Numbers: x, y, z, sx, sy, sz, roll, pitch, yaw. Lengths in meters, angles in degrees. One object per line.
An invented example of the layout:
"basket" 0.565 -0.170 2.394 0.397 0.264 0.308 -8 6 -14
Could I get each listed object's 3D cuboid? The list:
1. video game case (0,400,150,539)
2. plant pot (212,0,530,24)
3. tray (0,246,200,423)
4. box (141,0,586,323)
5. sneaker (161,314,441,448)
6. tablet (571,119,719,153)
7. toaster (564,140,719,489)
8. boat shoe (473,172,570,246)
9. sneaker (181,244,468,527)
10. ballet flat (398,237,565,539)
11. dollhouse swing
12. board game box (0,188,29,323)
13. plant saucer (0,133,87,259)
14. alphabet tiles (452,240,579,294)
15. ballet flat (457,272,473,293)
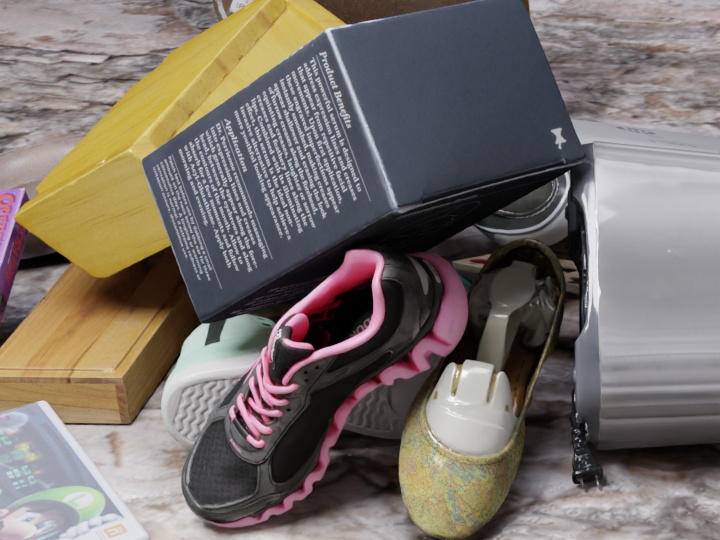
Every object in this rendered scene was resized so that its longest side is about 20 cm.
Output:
"video game case" -0.234 0.143 1.374 0.181 0.023 0.200 -16 25 -19
"plant pot" -0.008 -0.187 1.752 0.186 0.188 0.200 13 0 39
"tray" -0.165 0.037 1.577 0.098 0.037 0.200 0 24 16
"box" -0.002 -0.062 1.370 0.148 0.107 0.200 -15 -9 -41
"sneaker" -0.019 0.050 1.459 0.199 0.074 0.118 -5 20 0
"tablet" 0.195 -0.085 1.634 0.199 0.014 0.130 6 10 -25
"toaster" 0.181 0.022 1.364 0.129 0.114 0.201 -1 69 4
"boat shoe" 0.073 -0.069 1.601 0.069 0.057 0.200 -57 37 -3
"sneaker" -0.035 0.058 1.325 0.079 0.200 0.095 48 11 28
"ballet flat" 0.070 0.058 1.351 0.070 0.071 0.200 3 45 23
"dollhouse swing" -0.071 -0.051 1.558 0.181 0.176 0.200 -25 20 44
"board game box" -0.289 0.029 1.552 0.119 0.032 0.201 -4 46 17
"plant saucer" -0.233 -0.051 1.782 0.199 0.032 0.200 -10 21 4
"alphabet tiles" 0.186 0.004 1.527 0.199 0.008 0.167 12 13 37
"ballet flat" 0.000 0.000 1.580 0.200 0.067 0.064 33 85 32
